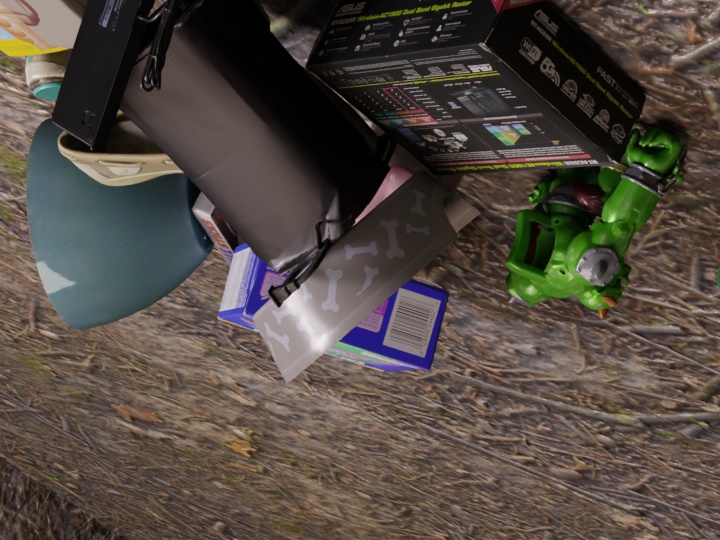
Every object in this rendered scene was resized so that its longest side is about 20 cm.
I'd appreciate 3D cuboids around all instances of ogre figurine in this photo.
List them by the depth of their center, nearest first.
[{"bbox_3d":[0.164,-0.034,1.477,0.098,0.120,0.200,38,158,-33],"label":"ogre figurine"}]

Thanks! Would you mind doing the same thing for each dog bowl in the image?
[{"bbox_3d":[0.000,0.000,1.517,0.059,0.200,0.200,48,160,0],"label":"dog bowl"}]

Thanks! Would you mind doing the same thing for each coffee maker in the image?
[{"bbox_3d":[-0.082,-0.110,1.446,0.200,0.135,0.192,46,-167,-16],"label":"coffee maker"}]

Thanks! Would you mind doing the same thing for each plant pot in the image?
[{"bbox_3d":[-0.212,-0.052,1.843,0.134,0.200,0.200,-7,152,12],"label":"plant pot"}]

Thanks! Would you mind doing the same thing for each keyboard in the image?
[{"bbox_3d":[-0.156,-0.179,1.380,0.021,0.200,0.127,12,-168,-38],"label":"keyboard"}]

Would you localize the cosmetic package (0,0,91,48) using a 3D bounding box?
[{"bbox_3d":[-0.244,-0.259,1.433,0.087,0.104,0.200,9,153,45],"label":"cosmetic package"}]

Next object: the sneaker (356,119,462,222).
[{"bbox_3d":[0.007,-0.069,1.658,0.105,0.075,0.200,29,157,-9],"label":"sneaker"}]

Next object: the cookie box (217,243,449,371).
[{"bbox_3d":[-0.028,0.032,1.743,0.171,0.075,0.200,17,175,-9],"label":"cookie box"}]

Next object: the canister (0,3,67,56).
[{"bbox_3d":[-0.309,-0.256,1.549,0.200,0.087,0.148,37,159,-34],"label":"canister"}]

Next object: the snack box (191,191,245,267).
[{"bbox_3d":[-0.106,-0.038,1.882,0.024,0.072,0.200,17,159,22],"label":"snack box"}]

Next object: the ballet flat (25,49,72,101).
[{"bbox_3d":[-0.198,-0.162,1.685,0.067,0.062,0.200,-16,159,38],"label":"ballet flat"}]

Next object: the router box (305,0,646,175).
[{"bbox_3d":[0.080,-0.135,1.405,0.150,0.062,0.200,38,157,-33],"label":"router box"}]

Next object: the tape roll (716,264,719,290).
[{"bbox_3d":[0.367,0.019,1.468,0.200,0.048,0.200,23,161,8],"label":"tape roll"}]

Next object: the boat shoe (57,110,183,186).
[{"bbox_3d":[-0.151,-0.119,1.633,0.200,0.073,0.063,-10,164,21],"label":"boat shoe"}]
